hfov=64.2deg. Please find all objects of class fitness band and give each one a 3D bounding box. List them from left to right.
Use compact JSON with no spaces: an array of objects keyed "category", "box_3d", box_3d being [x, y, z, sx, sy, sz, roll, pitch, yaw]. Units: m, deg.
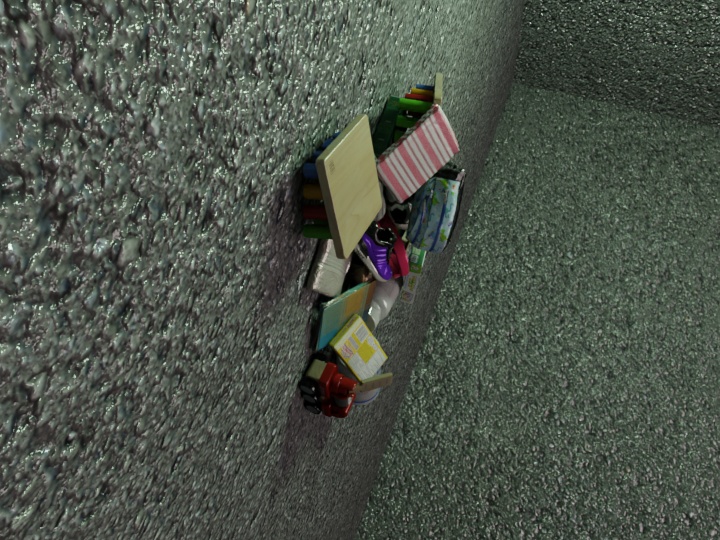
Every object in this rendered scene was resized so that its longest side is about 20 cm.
[{"category":"fitness band","box_3d":[0.081,-0.067,1.533,0.201,0.037,0.145,-119,-164,-55]}]

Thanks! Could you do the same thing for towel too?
[{"category":"towel","box_3d":[-0.065,-0.006,1.307,0.200,0.034,0.135,29,78,-74]},{"category":"towel","box_3d":[-0.039,0.106,1.408,0.199,0.022,0.148,-28,142,-44]},{"category":"towel","box_3d":[0.128,-0.259,1.299,0.200,0.030,0.146,-42,138,1]}]

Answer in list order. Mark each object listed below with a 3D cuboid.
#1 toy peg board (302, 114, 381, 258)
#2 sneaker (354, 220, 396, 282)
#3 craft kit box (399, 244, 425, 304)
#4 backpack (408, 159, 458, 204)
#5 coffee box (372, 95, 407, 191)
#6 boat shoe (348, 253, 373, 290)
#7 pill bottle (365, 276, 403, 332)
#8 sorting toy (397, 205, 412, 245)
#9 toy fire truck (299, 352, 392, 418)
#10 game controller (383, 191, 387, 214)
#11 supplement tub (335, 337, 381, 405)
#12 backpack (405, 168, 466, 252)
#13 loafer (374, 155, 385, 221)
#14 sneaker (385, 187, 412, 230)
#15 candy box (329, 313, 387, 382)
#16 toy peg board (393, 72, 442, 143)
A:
[{"category":"toy peg board","box_3d":[-0.050,-0.163,1.102,0.201,0.096,0.202,-58,145,-46]},{"category":"sneaker","box_3d":[0.051,-0.049,1.398,0.099,0.070,0.200,-32,139,8]},{"category":"craft kit box","box_3d":[0.162,-0.041,1.640,0.199,0.048,0.202,100,6,-57]},{"category":"backpack","box_3d":[0.173,-0.257,1.613,0.166,0.127,0.200,-40,-178,-3]},{"category":"coffee box","box_3d":[0.064,-0.309,1.414,0.123,0.043,0.203,56,53,-71]},{"category":"boat shoe","box_3d":[0.000,0.000,1.498,0.073,0.075,0.203,19,86,-44]},{"category":"pill bottle","box_3d":[0.038,0.075,1.607,0.201,0.113,0.116,-58,159,-44]},{"category":"sorting toy","box_3d":[0.109,-0.087,1.718,0.200,0.069,0.201,-60,173,-45]},{"category":"toy fire truck","box_3d":[-0.033,0.297,1.436,0.177,0.197,0.130,87,27,-53]},{"category":"game controller","box_3d":[0.072,-0.207,1.585,0.200,0.041,0.106,58,37,-71]},{"category":"supplement tub","box_3d":[-0.005,0.286,1.657,0.202,0.130,0.133,90,23,-50]},{"category":"backpack","box_3d":[0.186,-0.146,1.436,0.163,0.151,0.204,-150,-121,-83]},{"category":"loafer","box_3d":[0.014,-0.187,1.320,0.070,0.070,0.202,-38,138,-25]},{"category":"sneaker","box_3d":[0.099,-0.148,1.503,0.200,0.072,0.081,60,28,-64]},{"category":"candy box","box_3d":[-0.002,0.207,1.473,0.102,0.026,0.201,-46,136,-15]},{"category":"toy peg board","box_3d":[0.136,-0.359,1.402,0.200,0.096,0.203,-78,176,-55]}]
